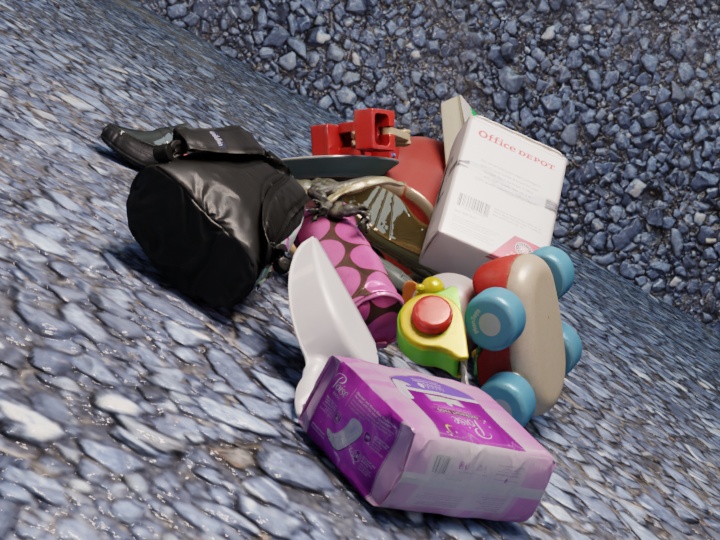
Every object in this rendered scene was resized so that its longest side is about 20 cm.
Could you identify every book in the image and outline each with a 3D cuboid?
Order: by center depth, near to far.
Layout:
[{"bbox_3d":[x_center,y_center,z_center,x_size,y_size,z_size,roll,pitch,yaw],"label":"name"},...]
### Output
[{"bbox_3d":[0.167,-0.127,1.504,0.133,0.047,0.203,33,44,-50],"label":"book"}]

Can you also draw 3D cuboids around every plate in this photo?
[{"bbox_3d":[-0.046,-0.127,1.396,0.196,0.026,0.200,-2,-1,0],"label":"plate"}]

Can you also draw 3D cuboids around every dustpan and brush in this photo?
[{"bbox_3d":[-0.032,0.070,0.940,0.141,0.057,0.201,61,8,-20],"label":"dustpan and brush"}]

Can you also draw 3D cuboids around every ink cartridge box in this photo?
[{"bbox_3d":[0.169,-0.079,1.354,0.144,0.085,0.202,23,57,-6],"label":"ink cartridge box"}]

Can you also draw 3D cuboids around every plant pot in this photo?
[{"bbox_3d":[0.064,-0.072,1.509,0.198,0.202,0.177,30,22,3],"label":"plant pot"}]

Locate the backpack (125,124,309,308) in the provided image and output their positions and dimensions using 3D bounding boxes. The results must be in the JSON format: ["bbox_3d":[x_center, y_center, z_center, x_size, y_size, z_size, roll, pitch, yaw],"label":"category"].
[{"bbox_3d":[-0.135,-0.056,1.049,0.167,0.126,0.200,50,23,-4],"label":"backpack"}]

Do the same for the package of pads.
[{"bbox_3d":[0.058,0.138,0.861,0.198,0.077,0.120,18,15,-45],"label":"package of pads"}]

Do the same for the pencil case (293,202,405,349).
[{"bbox_3d":[-0.013,0.005,1.171,0.089,0.095,0.201,-9,37,-14],"label":"pencil case"}]

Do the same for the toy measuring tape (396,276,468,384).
[{"bbox_3d":[0.072,0.090,1.051,0.073,0.073,0.203,22,45,-31],"label":"toy measuring tape"}]

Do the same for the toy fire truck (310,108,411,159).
[{"bbox_3d":[0.013,-0.168,1.377,0.139,0.050,0.199,-3,0,32],"label":"toy fire truck"}]

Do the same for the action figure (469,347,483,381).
[{"bbox_3d":[0.151,0.077,1.339,0.201,0.054,0.120,-84,155,-63],"label":"action figure"}]

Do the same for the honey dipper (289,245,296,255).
[{"bbox_3d":[-0.068,-0.017,1.305,0.199,0.038,0.038,33,12,28],"label":"honey dipper"}]

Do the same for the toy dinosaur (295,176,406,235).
[{"bbox_3d":[-0.031,-0.077,1.167,0.196,0.048,0.088,-7,30,-15],"label":"toy dinosaur"}]

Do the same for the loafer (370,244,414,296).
[{"bbox_3d":[0.000,0.000,1.343,0.071,0.064,0.200,28,8,-32],"label":"loafer"}]

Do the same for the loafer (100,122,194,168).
[{"bbox_3d":[-0.243,-0.158,1.367,0.199,0.071,0.068,16,17,-50],"label":"loafer"}]

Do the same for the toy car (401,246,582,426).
[{"bbox_3d":[0.124,0.070,1.203,0.197,0.180,0.184,0,18,32],"label":"toy car"}]

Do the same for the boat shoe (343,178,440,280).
[{"bbox_3d":[0.047,-0.042,1.370,0.199,0.063,0.074,29,52,-14],"label":"boat shoe"}]
